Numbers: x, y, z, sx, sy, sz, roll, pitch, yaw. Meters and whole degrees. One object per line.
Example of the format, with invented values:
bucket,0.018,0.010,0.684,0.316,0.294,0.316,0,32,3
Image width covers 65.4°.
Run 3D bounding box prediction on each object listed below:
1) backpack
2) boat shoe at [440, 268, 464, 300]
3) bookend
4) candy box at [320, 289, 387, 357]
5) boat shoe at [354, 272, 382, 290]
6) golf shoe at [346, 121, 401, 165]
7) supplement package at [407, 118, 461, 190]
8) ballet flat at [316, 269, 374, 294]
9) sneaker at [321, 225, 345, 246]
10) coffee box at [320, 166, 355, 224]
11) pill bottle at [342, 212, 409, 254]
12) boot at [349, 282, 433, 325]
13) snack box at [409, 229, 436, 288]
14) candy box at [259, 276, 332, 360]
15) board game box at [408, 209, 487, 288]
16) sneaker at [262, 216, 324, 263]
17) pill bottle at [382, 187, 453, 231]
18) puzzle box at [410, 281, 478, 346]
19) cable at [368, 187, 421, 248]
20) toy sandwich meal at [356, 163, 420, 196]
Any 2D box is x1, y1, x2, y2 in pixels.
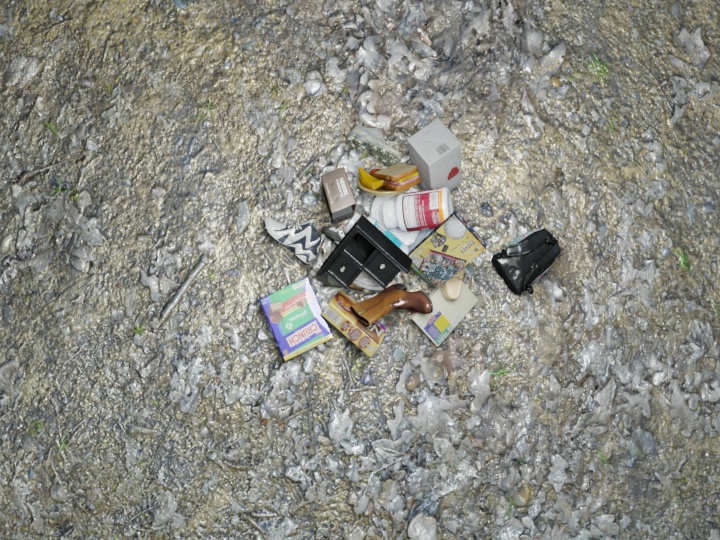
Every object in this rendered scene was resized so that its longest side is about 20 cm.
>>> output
backpack,0.518,-0.044,1.746,0.198,0.126,0.169,-38,99,-6
boat shoe,0.281,-0.010,1.691,0.071,0.069,0.207,0,92,-10
bookend,0.011,-0.011,1.604,0.198,0.093,0.200,40,116,-7
candy box,-0.016,0.158,1.706,0.198,0.117,0.057,39,115,1
boat shoe,0.000,0.000,1.695,0.194,0.066,0.075,16,50,-6
golf shoe,0.055,-0.409,1.767,0.196,0.079,0.099,29,71,13
supplement package,0.229,-0.330,1.703,0.120,0.201,0.121,-34,63,-6
ballet flat,-0.042,0.027,1.744,0.194,0.064,0.070,14,90,-1
sneaker,-0.043,-0.067,1.751,0.196,0.066,0.092,28,82,-2
coffee box,-0.068,-0.221,1.695,0.078,0.200,0.118,-19,87,-4
pill bottle,0.043,-0.083,1.679,0.198,0.111,0.112,38,85,-5
boot,0.094,0.108,1.659,0.197,0.187,0.070,-22,129,-35
snack box,0.235,-0.070,1.740,0.141,0.053,0.203,37,83,-31
candy box,-0.196,0.149,1.722,0.165,0.077,0.205,-24,88,-5
board game box,0.248,-0.058,1.614,0.135,0.035,0.199,44,124,-6
sneaker,-0.195,-0.131,1.732,0.198,0.079,0.131,39,96,0
pill bottle,0.170,-0.176,1.658,0.194,0.113,0.117,-5,85,20
puzzle box,0.261,0.119,1.751,0.200,0.025,0.133,-46,109,-6
cable,0.123,-0.167,1.765,0.194,0.069,0.206,17,85,-1
toy sandwich meal,0.082,-0.289,1.714,0.198,0.207,0.072,-4,120,-3
